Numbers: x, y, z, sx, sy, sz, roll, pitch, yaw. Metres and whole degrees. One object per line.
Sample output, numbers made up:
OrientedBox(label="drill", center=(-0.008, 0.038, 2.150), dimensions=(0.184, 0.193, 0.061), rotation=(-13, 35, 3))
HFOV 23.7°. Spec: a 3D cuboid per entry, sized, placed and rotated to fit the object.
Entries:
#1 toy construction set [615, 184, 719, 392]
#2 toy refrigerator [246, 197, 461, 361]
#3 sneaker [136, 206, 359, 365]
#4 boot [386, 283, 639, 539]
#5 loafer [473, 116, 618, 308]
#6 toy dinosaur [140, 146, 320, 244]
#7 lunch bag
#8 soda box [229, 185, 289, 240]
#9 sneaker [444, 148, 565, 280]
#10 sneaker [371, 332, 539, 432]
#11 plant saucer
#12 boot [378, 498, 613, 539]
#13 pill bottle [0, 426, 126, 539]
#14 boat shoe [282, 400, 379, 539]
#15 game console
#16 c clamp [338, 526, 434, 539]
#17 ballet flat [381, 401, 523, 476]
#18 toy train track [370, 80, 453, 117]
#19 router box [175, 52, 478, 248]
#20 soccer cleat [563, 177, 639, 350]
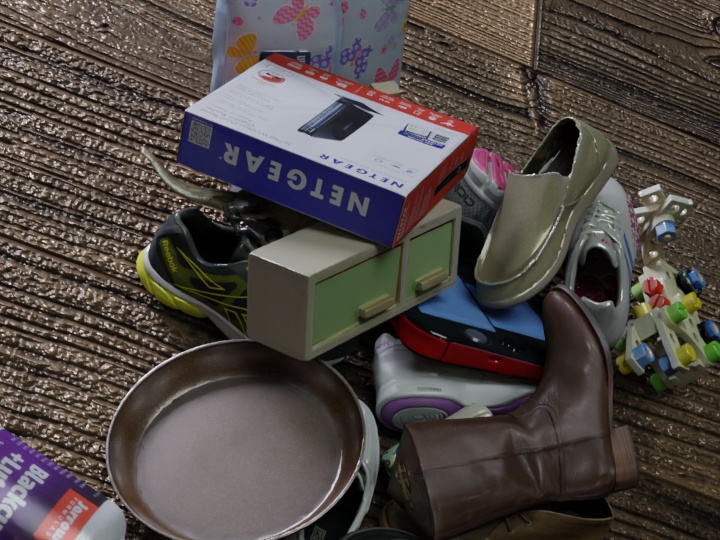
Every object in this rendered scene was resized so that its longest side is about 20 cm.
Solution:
OrientedBox(label="toy construction set", center=(0.284, 0.025, 1.610), dimensions=(0.131, 0.092, 0.201), rotation=(31, 52, -40))
OrientedBox(label="toy refrigerator", center=(0.000, 0.000, 1.390), dimensions=(0.070, 0.076, 0.200), rotation=(21, 29, 33))
OrientedBox(label="sneaker", center=(-0.089, 0.016, 1.432), dimensions=(0.199, 0.085, 0.075), rotation=(23, 46, -7))
OrientedBox(label="boot", center=(0.106, 0.111, 1.367), dimensions=(0.199, 0.064, 0.187), rotation=(-10, 67, -17))
OrientedBox(label="loafer", center=(0.153, -0.055, 1.509), dimensions=(0.068, 0.075, 0.200), rotation=(49, 62, -35))
OrientedBox(label="toy dinosaur", center=(-0.085, -0.047, 1.406), dimensions=(0.199, 0.048, 0.088), rotation=(16, 25, -24))
OrientedBox(label="lunch bag", center=(-0.052, -0.211, 1.584), dimensions=(0.199, 0.170, 0.127), rotation=(-20, 40, -40))
OrientedBox(label="soda box", center=(-0.015, -0.076, 1.572), dimensions=(0.199, 0.064, 0.068), rotation=(-8, 53, -34))
OrientedBox(label="sneaker", center=(0.137, -0.039, 1.611), dimensions=(0.200, 0.087, 0.074), rotation=(33, 32, -41))
OrientedBox(label="sneaker", center=(0.102, 0.091, 1.478), dimensions=(0.199, 0.075, 0.100), rotation=(8, 47, -24))
OrientedBox(label="plant saucer", center=(-0.094, 0.137, 1.315), dimensions=(0.199, 0.032, 0.201), rotation=(-2, 47, 2))
OrientedBox(label="boot", center=(0.112, 0.198, 1.389), dimensions=(0.199, 0.076, 0.074), rotation=(6, 50, -23))
OrientedBox(label="pill bottle", center=(-0.232, 0.185, 1.180), dimensions=(0.200, 0.112, 0.112), rotation=(33, 43, 2))
OrientedBox(label="boat shoe", center=(-0.021, 0.167, 1.348), dimensions=(0.072, 0.066, 0.200), rotation=(28, 44, -3))
OrientedBox(label="game console", center=(0.097, 0.035, 1.503), dimensions=(0.176, 0.031, 0.200), rotation=(11, 22, -20))
OrientedBox(label="c clamp", center=(0.056, 0.279, 1.293), dimensions=(0.170, 0.027, 0.201), rotation=(-16, 75, -46))
OrientedBox(label="ballet flat", center=(0.114, 0.141, 1.423), dimensions=(0.199, 0.074, 0.074), rotation=(4, 50, -23))
OrientedBox(label="toy train track", center=(0.044, -0.098, 1.529), dimensions=(0.114, 0.033, 0.201), rotation=(-9, 56, -11))
OrientedBox(label="router box", center=(-0.024, -0.105, 1.427), dimensions=(0.199, 0.049, 0.180), rotation=(22, 29, 13))
OrientedBox(label="soccer cleat", center=(0.217, -0.022, 1.535), dimensions=(0.069, 0.087, 0.201), rotation=(2, 53, 6))
